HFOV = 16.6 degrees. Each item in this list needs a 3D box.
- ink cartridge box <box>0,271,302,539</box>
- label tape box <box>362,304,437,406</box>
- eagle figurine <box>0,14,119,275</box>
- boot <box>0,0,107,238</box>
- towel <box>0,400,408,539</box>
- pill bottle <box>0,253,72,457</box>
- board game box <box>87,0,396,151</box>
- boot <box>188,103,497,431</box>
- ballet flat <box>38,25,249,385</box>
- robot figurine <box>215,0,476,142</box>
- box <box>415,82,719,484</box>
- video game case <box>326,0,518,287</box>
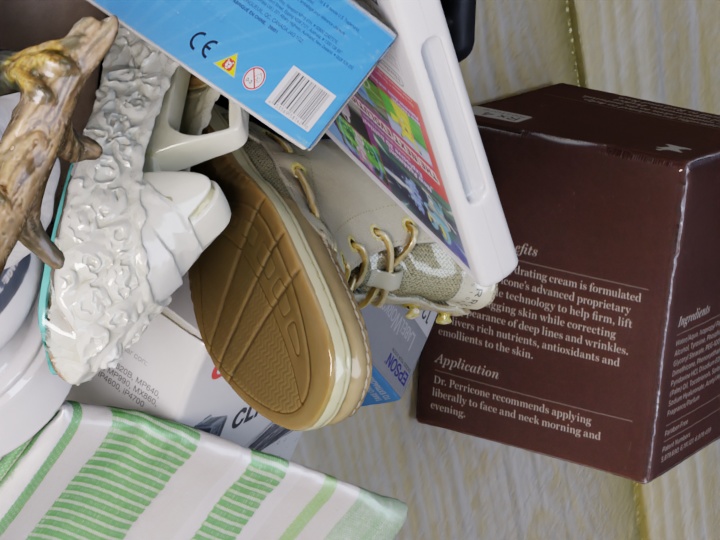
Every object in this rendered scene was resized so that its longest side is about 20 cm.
[{"bbox_3d":[-0.093,0.073,1.139,0.144,0.084,0.200,-24,142,-56],"label":"ink cartridge box"},{"bbox_3d":[-0.012,0.006,1.343,0.200,0.066,0.143,-68,151,-19],"label":"label tape box"},{"bbox_3d":[-0.181,-0.072,0.776,0.152,0.200,0.151,-51,160,-61],"label":"eagle figurine"},{"bbox_3d":[-0.161,-0.062,1.041,0.146,0.070,0.200,-60,142,-14],"label":"boot"},{"bbox_3d":[-0.092,0.136,1.074,0.200,0.023,0.153,24,110,-38],"label":"towel"},{"bbox_3d":[-0.188,-0.017,0.929,0.120,0.119,0.200,-59,141,-30],"label":"pill bottle"},{"bbox_3d":[-0.109,-0.150,0.903,0.056,0.196,0.200,-51,135,6],"label":"board game box"},{"bbox_3d":[0.000,0.000,1.059,0.154,0.200,0.072,11,120,-34],"label":"boot"},{"bbox_3d":[-0.080,-0.045,0.985,0.072,0.072,0.200,66,25,-49],"label":"ballet flat"},{"bbox_3d":[-0.023,-0.127,1.206,0.125,0.150,0.200,-69,158,-61],"label":"robot figurine"},{"bbox_3d":[0.149,0.003,1.530,0.164,0.166,0.200,-19,119,-57],"label":"box"},{"bbox_3d":[-0.014,-0.109,1.004,0.023,0.200,0.182,-33,136,-12],"label":"video game case"}]
